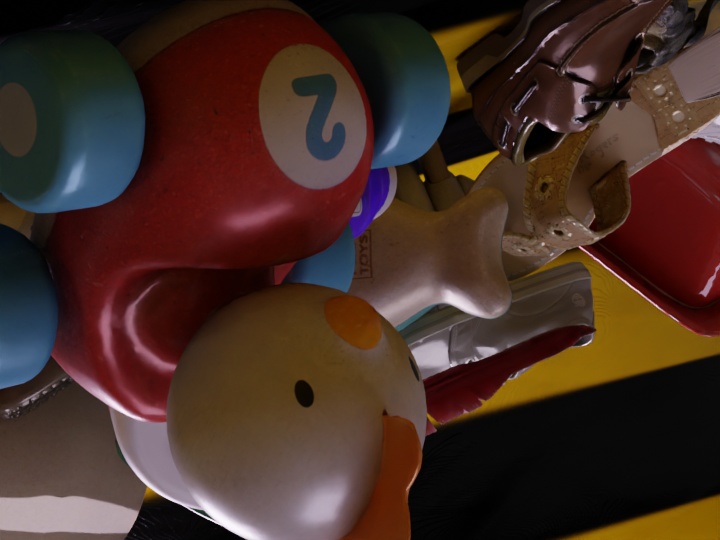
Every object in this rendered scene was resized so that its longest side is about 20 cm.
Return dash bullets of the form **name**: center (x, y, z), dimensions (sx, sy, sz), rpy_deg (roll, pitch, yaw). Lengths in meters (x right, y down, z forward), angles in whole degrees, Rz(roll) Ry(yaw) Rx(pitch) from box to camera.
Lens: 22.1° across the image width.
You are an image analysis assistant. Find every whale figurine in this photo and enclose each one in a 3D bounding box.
- **whale figurine**: center (0.000, 0.000, 1.104), dimensions (0.199, 0.160, 0.104), rpy_deg (-7, 168, 19)

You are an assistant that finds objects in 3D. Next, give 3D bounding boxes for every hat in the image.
- **hat**: center (-0.015, 0.059, 1.019), dimensions (0.165, 0.177, 0.200), rpy_deg (26, 180, 36)

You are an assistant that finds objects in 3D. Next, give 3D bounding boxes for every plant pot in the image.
- **plant pot**: center (-0.270, 0.110, 1.206), dimensions (0.187, 0.188, 0.199), rpy_deg (-24, 161, 39)

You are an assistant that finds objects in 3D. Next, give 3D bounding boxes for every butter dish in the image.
- **butter dish**: center (0.229, -0.081, 1.286), dimensions (0.199, 0.200, 0.148), rpy_deg (-35, 158, -49)

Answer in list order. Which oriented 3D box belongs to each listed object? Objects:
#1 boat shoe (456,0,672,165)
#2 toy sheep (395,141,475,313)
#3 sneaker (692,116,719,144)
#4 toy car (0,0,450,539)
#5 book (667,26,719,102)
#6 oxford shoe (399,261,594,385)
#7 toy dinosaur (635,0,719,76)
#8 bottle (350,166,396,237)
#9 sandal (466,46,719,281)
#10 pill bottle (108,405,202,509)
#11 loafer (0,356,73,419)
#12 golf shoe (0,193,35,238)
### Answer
- **boat shoe**: center (0.115, -0.107, 0.935), dimensions (0.072, 0.068, 0.200), rpy_deg (-18, 174, -17)
- **toy sheep**: center (0.029, -0.016, 1.239), dimensions (0.199, 0.139, 0.138), rpy_deg (-22, 176, 4)
- **sneaker**: center (0.235, -0.100, 1.180), dimensions (0.199, 0.075, 0.100), rpy_deg (-3, 134, 7)
- **toy car**: center (-0.028, 0.021, 0.666), dimensions (0.184, 0.200, 0.177), rpy_deg (-11, 143, -44)
- **book**: center (0.277, -0.163, 1.069), dimensions (0.133, 0.048, 0.200), rpy_deg (-24, -174, 44)
- **oxford shoe**: center (0.072, 0.049, 1.173), dimensions (0.199, 0.058, 0.075), rpy_deg (-18, 171, -27)
- **toy dinosaur**: center (0.158, -0.130, 1.047), dimensions (0.088, 0.048, 0.200), rpy_deg (-30, 177, 19)
- **bottle**: center (-0.037, -0.042, 0.903), dimensions (0.065, 0.084, 0.200), rpy_deg (-36, 172, 19)
- **sandal**: center (0.136, -0.053, 1.119), dimensions (0.211, 0.078, 0.070), rpy_deg (-40, -162, 21)
- **pill bottle**: center (-0.082, 0.028, 0.950), dimensions (0.112, 0.113, 0.200), rpy_deg (-21, -153, -4)
- **loafer**: center (-0.160, 0.014, 1.160), dimensions (0.200, 0.068, 0.076), rpy_deg (-37, -179, -25)
- **golf shoe**: center (-0.167, -0.009, 0.893), dimensions (0.091, 0.076, 0.200), rpy_deg (9, 174, -12)
